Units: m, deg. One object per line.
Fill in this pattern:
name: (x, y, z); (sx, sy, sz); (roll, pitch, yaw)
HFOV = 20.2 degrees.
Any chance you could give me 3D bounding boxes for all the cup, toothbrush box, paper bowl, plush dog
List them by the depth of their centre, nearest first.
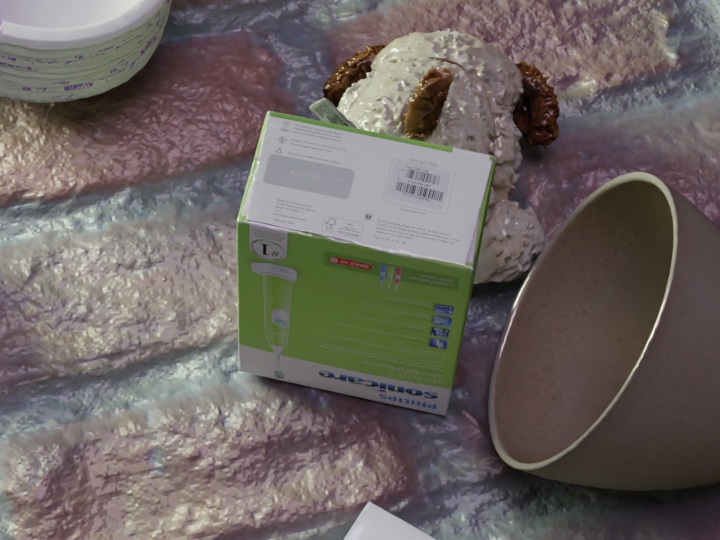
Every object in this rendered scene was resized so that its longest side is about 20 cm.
cup: (0.193, 0.060, 1.282); (0.143, 0.200, 0.201); (26, 59, -19)
toothbrush box: (0.000, 0.000, 1.282); (0.145, 0.200, 0.087); (11, 59, 4)
plush dog: (0.047, -0.106, 1.391); (0.199, 0.161, 0.172); (14, 37, 5)
paper bowl: (-0.232, -0.204, 1.430); (0.199, 0.105, 0.202); (8, 54, -10)

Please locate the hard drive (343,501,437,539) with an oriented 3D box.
hard drive: (0.057, 0.246, 1.245); (0.199, 0.025, 0.132); (29, 63, 13)
